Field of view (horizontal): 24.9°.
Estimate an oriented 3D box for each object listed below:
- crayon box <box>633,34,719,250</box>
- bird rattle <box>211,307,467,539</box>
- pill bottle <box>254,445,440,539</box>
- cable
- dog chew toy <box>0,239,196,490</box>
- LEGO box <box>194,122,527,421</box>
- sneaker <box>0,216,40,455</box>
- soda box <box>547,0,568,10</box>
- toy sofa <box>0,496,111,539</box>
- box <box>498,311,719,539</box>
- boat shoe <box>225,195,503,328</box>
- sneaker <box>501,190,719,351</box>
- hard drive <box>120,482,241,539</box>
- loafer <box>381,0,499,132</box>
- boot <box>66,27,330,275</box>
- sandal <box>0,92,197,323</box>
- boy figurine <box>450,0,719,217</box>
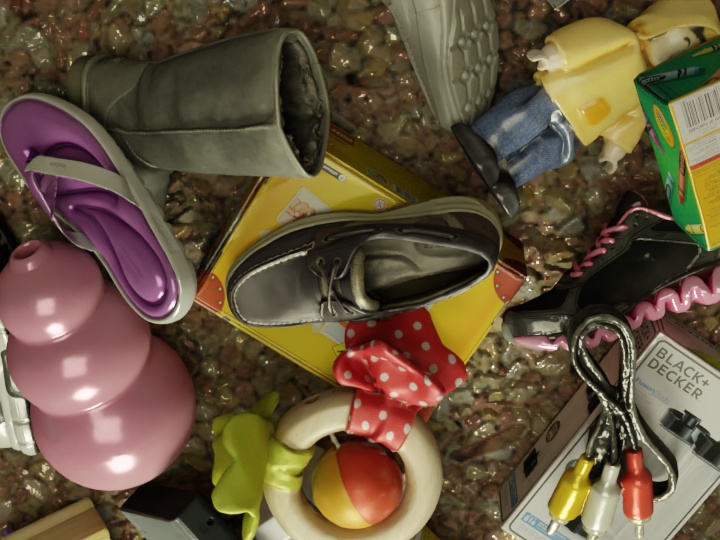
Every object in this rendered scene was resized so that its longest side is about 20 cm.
[{"bbox_3d":[0.296,-0.112,1.099,0.199,0.058,0.119,-25,120,-4],"label":"crayon box"},{"bbox_3d":[-0.009,0.125,1.152,0.199,0.113,0.164,-28,112,0],"label":"bird rattle"},{"bbox_3d":[0.008,0.233,1.253,0.112,0.113,0.200,-41,103,16],"label":"pill bottle"},{"bbox_3d":[0.184,0.115,1.147,0.096,0.051,0.201,1,129,1],"label":"cable"},{"bbox_3d":[-0.199,0.063,1.182,0.124,0.125,0.201,-16,123,9],"label":"dog chew toy"},{"bbox_3d":[0.000,0.000,1.184,0.199,0.077,0.149,32,109,-9],"label":"LEGO box"},{"bbox_3d":[-0.289,0.050,1.224,0.079,0.074,0.202,-2,110,6],"label":"sneaker"},{"bbox_3d":[0.121,-0.228,1.026,0.063,0.200,0.071,-34,105,13],"label":"soda box"},{"bbox_3d":[-0.217,0.288,1.313,0.082,0.098,0.201,-24,109,-14],"label":"toy sofa"},{"bbox_3d":[0.206,0.138,1.233,0.116,0.060,0.200,34,109,-9],"label":"box"},{"bbox_3d":[0.000,0.000,1.107,0.198,0.065,0.072,-12,111,8],"label":"boat shoe"},{"bbox_3d":[0.187,-0.006,1.167,0.199,0.079,0.096,-20,101,-10],"label":"sneaker"},{"bbox_3d":[-0.092,0.249,1.259,0.033,0.139,0.200,-46,105,-21],"label":"hard drive"},{"bbox_3d":[0.047,-0.191,1.124,0.069,0.070,0.201,10,122,40],"label":"loafer"},{"bbox_3d":[-0.108,-0.075,1.126,0.199,0.073,0.183,2,113,29],"label":"boot"},{"bbox_3d":[-0.187,-0.047,1.115,0.203,0.050,0.083,45,123,16],"label":"sandal"},{"bbox_3d":[0.165,-0.119,1.128,0.199,0.065,0.125,-32,128,2],"label":"boy figurine"}]
